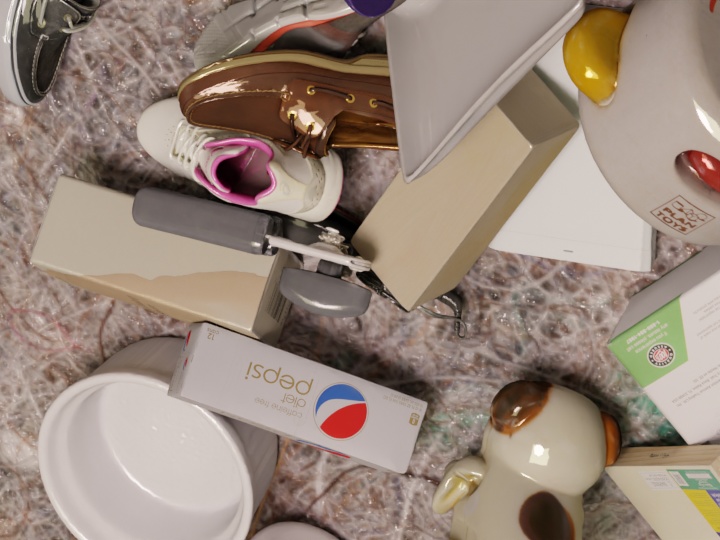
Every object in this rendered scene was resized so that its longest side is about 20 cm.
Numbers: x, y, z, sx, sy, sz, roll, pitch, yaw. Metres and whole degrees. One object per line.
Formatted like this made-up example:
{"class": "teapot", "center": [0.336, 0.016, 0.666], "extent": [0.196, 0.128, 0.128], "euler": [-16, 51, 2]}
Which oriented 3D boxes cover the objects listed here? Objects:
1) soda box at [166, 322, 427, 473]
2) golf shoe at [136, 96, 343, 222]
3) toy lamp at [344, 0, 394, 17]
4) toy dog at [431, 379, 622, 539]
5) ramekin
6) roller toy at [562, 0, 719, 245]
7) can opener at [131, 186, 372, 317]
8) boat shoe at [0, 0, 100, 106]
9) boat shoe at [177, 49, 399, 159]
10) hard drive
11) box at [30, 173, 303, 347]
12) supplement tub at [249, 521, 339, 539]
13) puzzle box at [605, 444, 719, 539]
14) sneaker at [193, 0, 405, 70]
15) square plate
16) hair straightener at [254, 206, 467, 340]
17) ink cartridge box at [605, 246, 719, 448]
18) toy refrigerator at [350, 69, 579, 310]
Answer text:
{"class": "soda box", "center": [-0.051, 0.104, 1.792], "extent": [0.198, 0.068, 0.064], "euler": [20, 82, -13]}
{"class": "golf shoe", "center": [-0.109, -0.094, 1.730], "extent": [0.199, 0.091, 0.076], "euler": [19, 102, 33]}
{"class": "toy lamp", "center": [-0.053, -0.223, 1.641], "extent": [0.199, 0.058, 0.059], "euler": [19, 127, 50]}
{"class": "toy dog", "center": [0.125, 0.184, 1.747], "extent": [0.138, 0.194, 0.202], "euler": [20, 79, -9]}
{"class": "ramekin", "center": [-0.167, 0.155, 1.898], "extent": [0.199, 0.098, 0.202], "euler": [10, 119, 17]}
{"class": "roller toy", "center": [0.247, -0.116, 1.527], "extent": [0.140, 0.199, 0.184], "euler": [-34, 78, 52]}
{"class": "can opener", "center": [-0.084, -0.018, 1.713], "extent": [0.198, 0.053, 0.067], "euler": [18, 91, 15]}
{"class": "boat shoe", "center": [-0.242, -0.217, 1.755], "extent": [0.070, 0.072, 0.202], "euler": [21, 119, 16]}
{"class": "boat shoe", "center": [-0.038, -0.122, 1.668], "extent": [0.198, 0.068, 0.072], "euler": [-1, 155, -11]}
{"class": "hard drive", "center": [0.162, -0.102, 1.675], "extent": [0.131, 0.026, 0.202], "euler": [9, 119, 18]}
{"class": "box", "center": [-0.157, -0.007, 1.801], "extent": [0.198, 0.095, 0.078], "euler": [17, 82, 15]}
{"class": "supplement tub", "center": [-0.086, 0.329, 1.925], "extent": [0.144, 0.145, 0.200], "euler": [40, 123, -1]}
{"class": "puzzle box", "center": [0.273, 0.192, 1.706], "extent": [0.133, 0.025, 0.200], "euler": [51, 164, -8]}
{"class": "sneaker", "center": [-0.031, -0.186, 1.700], "extent": [0.199, 0.078, 0.082], "euler": [-19, 134, 30]}
{"class": "square plate", "center": [0.090, -0.186, 1.580], "extent": [0.028, 0.199, 0.200], "euler": [25, 128, -27]}
{"class": "hair straightener", "center": [0.000, 0.000, 1.762], "extent": [0.199, 0.077, 0.041], "euler": [35, 119, 3]}
{"class": "ink cartridge box", "center": [0.308, 0.079, 1.671], "extent": [0.146, 0.084, 0.200], "euler": [-35, 99, 33]}
{"class": "toy refrigerator", "center": [0.078, -0.065, 1.679], "extent": [0.076, 0.070, 0.200], "euler": [49, 133, 15]}
